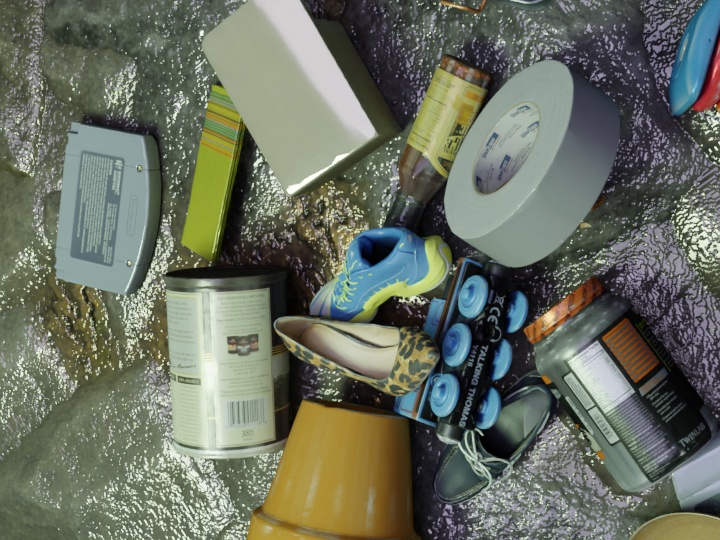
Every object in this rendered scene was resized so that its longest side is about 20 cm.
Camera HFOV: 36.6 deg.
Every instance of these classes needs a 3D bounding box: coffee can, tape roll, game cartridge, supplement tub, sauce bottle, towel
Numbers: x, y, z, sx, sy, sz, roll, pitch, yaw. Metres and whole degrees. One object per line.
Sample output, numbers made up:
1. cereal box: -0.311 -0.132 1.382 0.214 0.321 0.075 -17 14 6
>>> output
1. coffee can: -0.153 0.101 1.271 0.144 0.146 0.204 1 96 20
2. tape roll: 0.169 -0.108 1.102 0.065 0.201 0.202 28 108 -22
3. game cartridge: -0.317 -0.077 1.373 0.131 0.041 0.204 11 99 15
4. supplement tub: 0.265 0.114 1.130 0.122 0.122 0.201 -38 82 19
5. sauce bottle: 0.081 -0.134 1.205 0.065 0.066 0.203 26 106 16
6. towel: -0.173 -0.118 1.308 0.086 0.018 0.204 28 109 51
7. game cartridge: 0.415 0.260 1.134 0.132 0.041 0.202 -35 85 24

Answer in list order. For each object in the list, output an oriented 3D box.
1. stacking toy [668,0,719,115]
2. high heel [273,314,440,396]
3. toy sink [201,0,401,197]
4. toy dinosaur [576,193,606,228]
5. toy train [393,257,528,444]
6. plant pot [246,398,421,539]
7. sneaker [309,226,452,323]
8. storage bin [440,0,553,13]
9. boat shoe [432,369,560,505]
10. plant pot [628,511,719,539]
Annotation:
1. stacking toy: 0.411 -0.190 1.065 0.196 0.110 0.118 16 90 6
2. high heel: -0.007 0.081 1.171 0.141 0.199 0.073 23 75 -21
3. toy sink: -0.064 -0.206 1.225 0.129 0.112 0.202 -32 89 20
4. toy dinosaur: 0.217 -0.087 1.124 0.059 0.107 0.203 -5 52 18
5. toy train: 0.109 0.084 1.185 0.114 0.086 0.204 8 80 61
6. plant pot: -0.019 0.246 1.220 0.196 0.200 0.187 9 87 19
7. sneaker: 0.000 0.000 1.211 0.198 0.104 0.077 -28 51 29
8. storage bin: 0.110 -0.350 1.133 0.197 0.134 0.148 20 102 18
9. boat shoe: 0.148 0.193 1.214 0.200 0.062 0.075 -44 82 19
10. plant pot: 0.369 0.336 1.134 0.197 0.027 0.204 17 120 31
